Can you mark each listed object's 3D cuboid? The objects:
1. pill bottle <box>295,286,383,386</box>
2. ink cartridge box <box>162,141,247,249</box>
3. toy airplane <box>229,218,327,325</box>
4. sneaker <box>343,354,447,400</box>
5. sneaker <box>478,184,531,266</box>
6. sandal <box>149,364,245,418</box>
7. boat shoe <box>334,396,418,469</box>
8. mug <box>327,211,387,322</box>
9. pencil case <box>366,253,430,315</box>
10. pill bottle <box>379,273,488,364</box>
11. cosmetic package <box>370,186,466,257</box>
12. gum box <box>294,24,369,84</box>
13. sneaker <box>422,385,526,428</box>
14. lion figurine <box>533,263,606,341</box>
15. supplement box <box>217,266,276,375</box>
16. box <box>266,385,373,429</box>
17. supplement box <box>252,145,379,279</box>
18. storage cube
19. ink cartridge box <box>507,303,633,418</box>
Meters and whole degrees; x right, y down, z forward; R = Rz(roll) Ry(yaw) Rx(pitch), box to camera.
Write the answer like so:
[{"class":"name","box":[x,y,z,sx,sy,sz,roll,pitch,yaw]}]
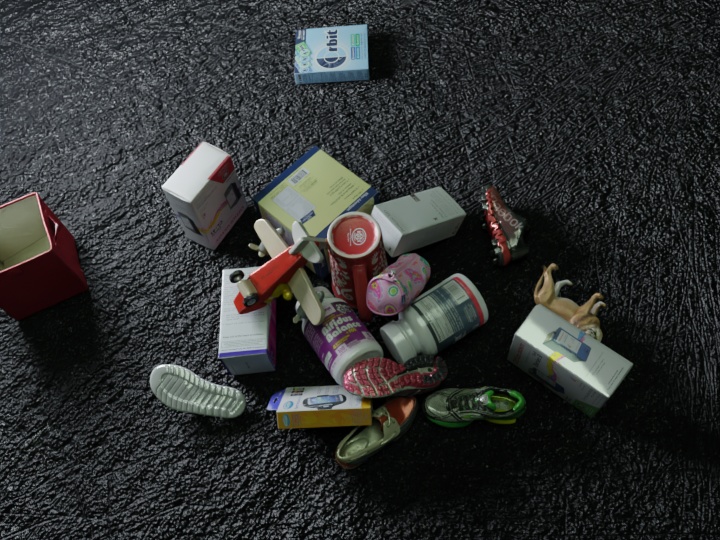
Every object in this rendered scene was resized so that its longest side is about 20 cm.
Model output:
[{"class":"pill bottle","box":[-0.050,0.127,1.292,0.112,0.113,0.200,-32,55,-12]},{"class":"ink cartridge box","box":[-0.342,-0.164,1.434,0.085,0.200,0.148,26,66,17]},{"class":"toy airplane","box":[-0.143,0.001,1.261,0.198,0.141,0.201,6,77,22]},{"class":"sneaker","box":[0.065,0.214,1.215,0.199,0.075,0.081,-1,55,-12]},{"class":"sneaker","box":[0.323,-0.105,1.417,0.097,0.071,0.201,-11,63,-1]},{"class":"sandal","box":[-0.330,0.252,1.293,0.202,0.050,0.083,21,79,2]},{"class":"boat shoe","box":[0.033,0.301,1.223,0.200,0.063,0.071,-37,62,-16]},{"class":"mug","box":[0.008,-0.008,1.317,0.133,0.200,0.178,-32,63,-13]},{"class":"pencil case","box":[0.078,0.024,1.275,0.087,0.088,0.200,21,21,16]},{"class":"pill bottle","box":[0.145,0.104,1.289,0.199,0.120,0.120,-31,63,-11]},{"class":"cosmetic package","box":[0.123,-0.109,1.395,0.199,0.074,0.102,-20,57,-37]},{"class":"gum box","box":[-0.077,-0.587,1.733,0.199,0.045,0.171,-3,61,2]},{"class":"sneaker","box":[0.217,0.251,1.221,0.199,0.085,0.078,-5,61,3]},{"class":"lion figurine","box":[0.422,0.079,1.316,0.123,0.073,0.200,-47,52,-5]},{"class":"supplement box","box":[-0.233,0.103,1.333,0.103,0.101,0.201,-6,61,1]},{"class":"box","box":[-0.075,0.260,1.227,0.199,0.119,0.042,-5,101,4]},{"class":"supplement box","box":[-0.093,-0.131,1.431,0.200,0.134,0.200,39,71,23]},{"class":"storage cube","box":[-0.734,-0.028,1.405,0.199,0.180,0.171,-25,62,-10]},{"class":"ink cartridge box","box":[0.389,0.173,1.214,0.200,0.146,0.088,37,72,21]}]
